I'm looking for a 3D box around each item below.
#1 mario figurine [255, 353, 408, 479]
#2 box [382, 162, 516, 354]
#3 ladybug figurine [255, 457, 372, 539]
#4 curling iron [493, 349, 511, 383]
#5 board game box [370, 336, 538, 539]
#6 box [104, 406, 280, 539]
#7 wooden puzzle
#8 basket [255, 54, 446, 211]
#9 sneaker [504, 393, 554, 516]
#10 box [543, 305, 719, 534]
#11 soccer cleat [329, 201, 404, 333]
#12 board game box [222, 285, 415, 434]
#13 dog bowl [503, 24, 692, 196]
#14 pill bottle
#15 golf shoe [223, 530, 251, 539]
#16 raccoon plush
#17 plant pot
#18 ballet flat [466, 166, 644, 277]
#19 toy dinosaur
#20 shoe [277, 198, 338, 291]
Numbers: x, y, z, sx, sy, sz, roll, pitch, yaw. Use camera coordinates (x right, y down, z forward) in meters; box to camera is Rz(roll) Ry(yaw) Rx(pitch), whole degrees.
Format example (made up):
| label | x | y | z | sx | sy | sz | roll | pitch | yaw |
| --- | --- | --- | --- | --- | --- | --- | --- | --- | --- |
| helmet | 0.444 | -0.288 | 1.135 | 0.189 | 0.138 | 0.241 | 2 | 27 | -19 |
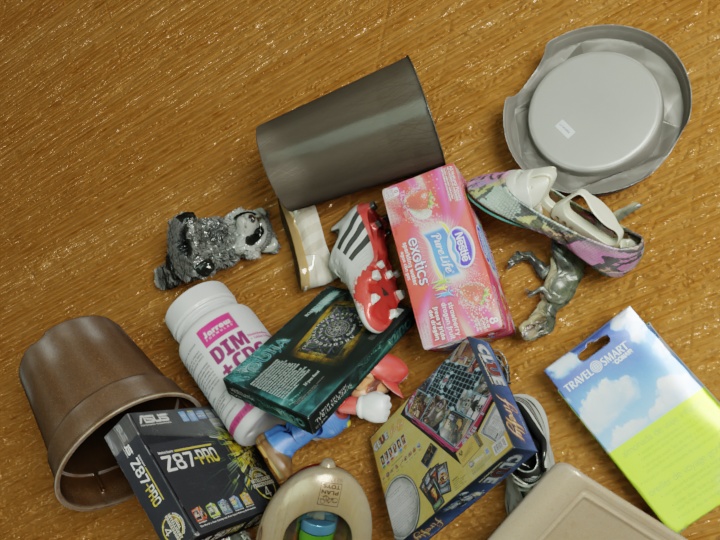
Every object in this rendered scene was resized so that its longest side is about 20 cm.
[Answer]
| label | x | y | z | sx | sy | sz | roll | pitch | yaw |
| --- | --- | --- | --- | --- | --- | --- | --- | --- | --- |
| mario figurine | -0.020 | 0.179 | 0.750 | 0.200 | 0.106 | 0.123 | -36 | 39 | -11 |
| box | 0.105 | -0.010 | 0.739 | 0.095 | 0.100 | 0.201 | -19 | 73 | 18 |
| ladybug figurine | -0.057 | 0.313 | 0.745 | 0.135 | 0.072 | 0.201 | 13 | 99 | -12 |
| curling iron | 0.113 | 0.181 | 0.740 | 0.050 | 0.026 | 0.200 | 35 | 95 | 27 |
| board game box | 0.089 | 0.187 | 0.675 | 0.200 | 0.035 | 0.136 | -53 | 35 | 32 |
| box | -0.190 | 0.244 | 0.760 | 0.049 | 0.200 | 0.161 | -46 | 67 | 10 |
| wooden puzzle | 0.224 | 0.305 | 0.626 | 0.200 | 0.037 | 0.185 | 34 | 105 | -4 |
| basket | -0.013 | -0.157 | 0.758 | 0.199 | 0.180 | 0.136 | -20 | 109 | 7 |
| sneaker | 0.176 | 0.232 | 0.657 | 0.075 | 0.115 | 0.201 | -17 | 75 | 19 |
| box | 0.304 | 0.152 | 0.656 | 0.122 | 0.048 | 0.200 | -40 | 69 | 11 |
| soccer cleat | 0.000 | 0.000 | 0.776 | 0.085 | 0.069 | 0.200 | -29 | 45 | 26 |
| board game box | -0.045 | 0.094 | 0.738 | 0.135 | 0.200 | 0.028 | 14 | 131 | 36 |
| dog bowl | 0.269 | -0.177 | 0.724 | 0.199 | 0.059 | 0.201 | -4 | 78 | 22 |
| pill bottle | -0.164 | 0.116 | 0.818 | 0.113 | 0.113 | 0.200 | -46 | 68 | 9 |
| golf shoe | -0.185 | 0.341 | 0.820 | 0.088 | 0.077 | 0.201 | -8 | 79 | 0 |
| raccoon plush | -0.209 | -0.037 | 0.902 | 0.200 | 0.134 | 0.097 | -12 | 91 | 52 |
| plant pot | -0.351 | 0.179 | 0.853 | 0.198 | 0.200 | 0.200 | 41 | 97 | 31 |
| ballet flat | 0.212 | -0.067 | 0.674 | 0.200 | 0.071 | 0.069 | 33 | 52 | 13 |
| toy dinosaur | 0.227 | -0.014 | 0.723 | 0.088 | 0.047 | 0.200 | 36 | 90 | 20 |
| shoe | -0.079 | -0.069 | 0.850 | 0.053 | 0.070 | 0.201 | -13 | 73 | -9 |
